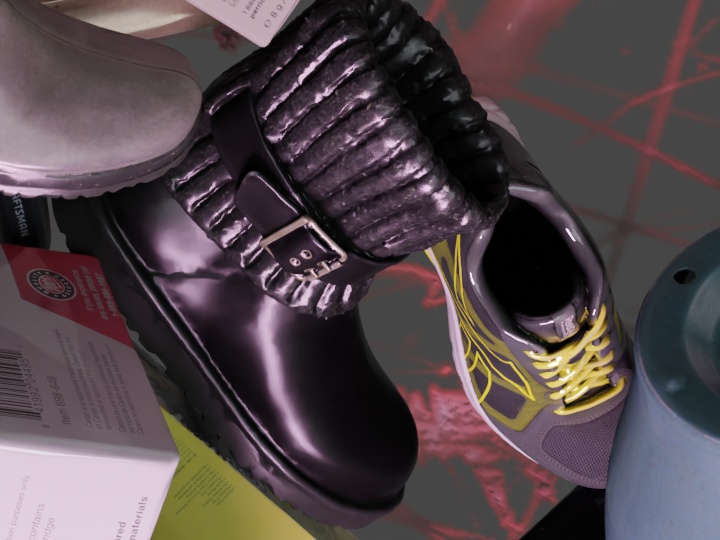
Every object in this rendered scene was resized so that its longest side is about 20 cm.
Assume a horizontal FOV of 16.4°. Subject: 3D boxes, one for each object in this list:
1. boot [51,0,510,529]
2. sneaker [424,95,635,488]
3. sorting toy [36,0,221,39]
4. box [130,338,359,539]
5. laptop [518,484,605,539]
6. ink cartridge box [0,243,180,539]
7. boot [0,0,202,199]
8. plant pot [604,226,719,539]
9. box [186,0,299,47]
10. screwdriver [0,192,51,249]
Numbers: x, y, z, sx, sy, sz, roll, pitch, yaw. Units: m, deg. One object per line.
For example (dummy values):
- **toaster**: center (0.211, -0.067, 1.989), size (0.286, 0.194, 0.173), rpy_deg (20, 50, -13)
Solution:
- **boot**: center (-0.001, 0.001, 0.963), size (0.157, 0.080, 0.211), rpy_deg (-27, 122, 23)
- **sneaker**: center (0.072, 0.024, 1.029), size (0.074, 0.085, 0.200), rpy_deg (-33, 120, -2)
- **sorting toy**: center (-0.138, -0.163, 0.903), size (0.199, 0.036, 0.186), rpy_deg (-15, 118, -17)
- **box**: center (-0.047, 0.108, 1.032), size (0.050, 0.075, 0.200), rpy_deg (-43, 121, 4)
- **laptop**: center (0.071, 0.223, 1.102), size (0.187, 0.116, 0.201), rpy_deg (-36, 100, -45)
- **ink cartridge box**: center (-0.180, 0.048, 0.856), size (0.199, 0.146, 0.085), rpy_deg (10, 115, -24)
- **boot**: center (-0.135, -0.098, 0.805), size (0.199, 0.068, 0.131), rpy_deg (9, 134, -16)
- **plant pot**: center (0.184, 0.083, 0.989), size (0.199, 0.200, 0.188), rpy_deg (-24, 134, -8)
- **box**: center (-0.102, -0.160, 0.852), size (0.200, 0.082, 0.069), rpy_deg (29, 99, -32)
- **screwdriver**: center (-0.134, -0.073, 0.907), size (0.029, 0.028, 0.200), rpy_deg (7, 139, 5)
